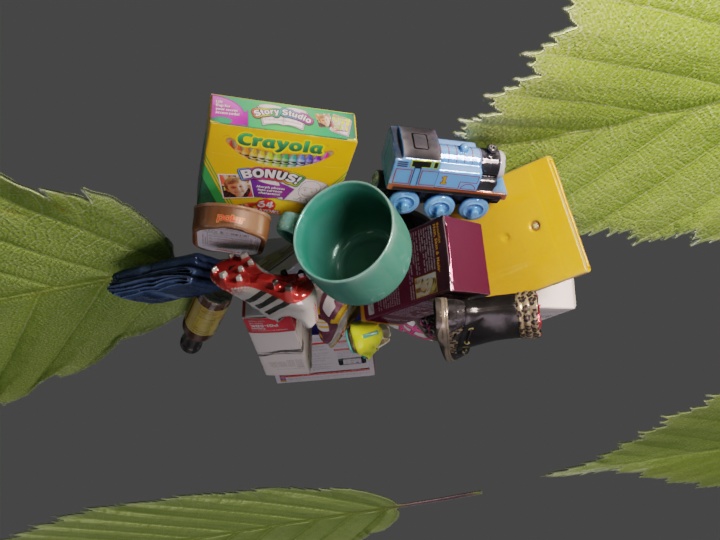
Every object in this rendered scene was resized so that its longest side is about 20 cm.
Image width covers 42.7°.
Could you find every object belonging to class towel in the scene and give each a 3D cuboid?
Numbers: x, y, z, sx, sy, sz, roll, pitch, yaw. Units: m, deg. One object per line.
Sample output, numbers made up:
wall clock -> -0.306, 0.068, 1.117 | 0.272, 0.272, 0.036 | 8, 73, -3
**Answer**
towel -> -0.301, 0.019, 1.475 | 0.197, 0.050, 0.111 | -12, 163, 33

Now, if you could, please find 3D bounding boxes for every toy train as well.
toy train -> 0.116, -0.136, 1.298 | 0.196, 0.088, 0.115 | 5, 140, -12

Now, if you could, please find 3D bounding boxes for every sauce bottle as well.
sauce bottle -> -0.275, 0.081, 1.605 | 0.064, 0.066, 0.200 | 10, 146, -20

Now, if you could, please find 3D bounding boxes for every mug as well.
mug -> -0.012, -0.040, 1.287 | 0.151, 0.186, 0.114 | -39, 146, 2

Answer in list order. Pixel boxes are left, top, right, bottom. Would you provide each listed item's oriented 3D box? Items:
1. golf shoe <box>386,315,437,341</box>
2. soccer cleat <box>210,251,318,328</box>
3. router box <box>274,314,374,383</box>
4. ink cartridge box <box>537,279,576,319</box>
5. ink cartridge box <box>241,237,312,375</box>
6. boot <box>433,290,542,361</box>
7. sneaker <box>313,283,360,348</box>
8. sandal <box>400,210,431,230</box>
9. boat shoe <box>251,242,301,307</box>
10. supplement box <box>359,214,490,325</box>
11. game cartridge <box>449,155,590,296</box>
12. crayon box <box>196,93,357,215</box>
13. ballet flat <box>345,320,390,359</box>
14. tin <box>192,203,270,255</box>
golf shoe -> 0.073, 0.064, 1.556 | 0.091, 0.074, 0.199 | -5, 152, 42
soccer cleat -> -0.140, 0.031, 1.321 | 0.197, 0.069, 0.086 | 12, 132, 36
router box -> -0.074, 0.144, 1.732 | 0.196, 0.050, 0.181 | -4, 147, 1
ink cartridge box -> 0.240, 0.040, 1.515 | 0.142, 0.086, 0.200 | 3, 166, -19
ink cartridge box -> -0.134, 0.064, 1.514 | 0.081, 0.149, 0.201 | -4, 146, 4
boot -> 0.187, 0.079, 1.331 | 0.147, 0.075, 0.200 | -7, 158, 11
sneaker -> -0.052, 0.064, 1.541 | 0.090, 0.075, 0.200 | 38, 158, 3
sandal -> 0.023, -0.068, 1.423 | 0.196, 0.046, 0.075 | 12, 144, -22
boat shoe -> -0.096, -0.020, 1.397 | 0.198, 0.062, 0.072 | -32, 145, -7
supplement box -> 0.089, 0.005, 1.371 | 0.085, 0.113, 0.198 | 8, 160, -40
game cartridge -> 0.220, -0.049, 1.366 | 0.197, 0.180, 0.032 | -21, 174, 29
crayon box -> -0.119, -0.151, 1.270 | 0.196, 0.059, 0.173 | 5, 146, -14
ballet flat -> 0.017, 0.108, 1.507 | 0.066, 0.068, 0.200 | -21, 175, 2
tin -> -0.191, -0.057, 1.344 | 0.110, 0.043, 0.200 | 12, 169, -8
